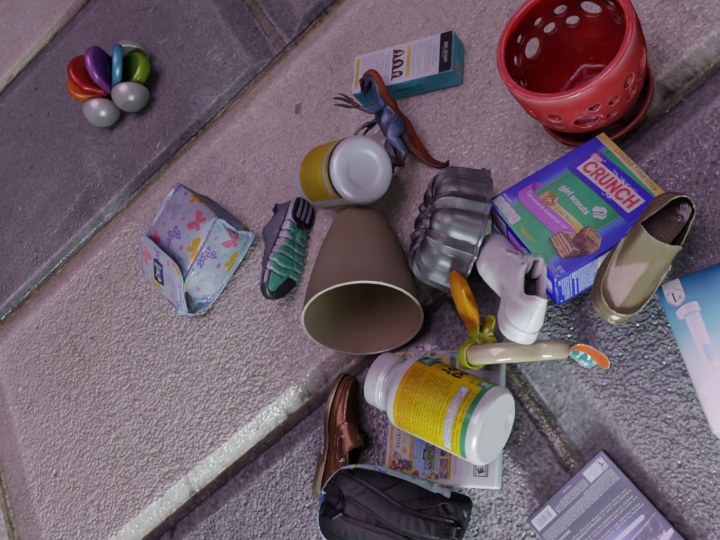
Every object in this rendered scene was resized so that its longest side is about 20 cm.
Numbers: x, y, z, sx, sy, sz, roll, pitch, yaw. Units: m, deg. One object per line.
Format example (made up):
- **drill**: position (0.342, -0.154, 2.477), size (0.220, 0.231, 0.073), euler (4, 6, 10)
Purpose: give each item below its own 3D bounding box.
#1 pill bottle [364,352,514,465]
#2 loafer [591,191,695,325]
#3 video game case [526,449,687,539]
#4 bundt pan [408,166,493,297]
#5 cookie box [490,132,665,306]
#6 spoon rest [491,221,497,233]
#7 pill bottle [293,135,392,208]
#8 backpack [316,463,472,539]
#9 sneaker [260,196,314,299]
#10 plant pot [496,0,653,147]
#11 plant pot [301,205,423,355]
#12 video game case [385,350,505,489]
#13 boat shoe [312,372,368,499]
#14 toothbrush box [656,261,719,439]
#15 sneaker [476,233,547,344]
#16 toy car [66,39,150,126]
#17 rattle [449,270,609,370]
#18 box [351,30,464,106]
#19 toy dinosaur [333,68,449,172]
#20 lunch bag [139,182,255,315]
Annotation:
- **pill bottle**: position (0.107, 0.187, 1.163), size (0.200, 0.113, 0.113), euler (19, 82, 36)
- **loafer**: position (0.361, -0.023, 1.045), size (0.076, 0.067, 0.200), euler (29, 80, 10)
- **video game case**: position (0.328, 0.352, 1.046), size (0.143, 0.019, 0.200), euler (-46, 55, 8)
- **bundt pan**: position (0.126, -0.066, 1.226), size (0.076, 0.202, 0.202), euler (15, 76, -8)
- **cookie box**: position (0.312, -0.076, 1.157), size (0.200, 0.075, 0.171), euler (-30, 56, -5)
- **spoon rest**: position (0.244, -0.031, 1.236), size (0.099, 0.061, 0.200), euler (-12, 52, 26)
- **pill bottle**: position (-0.039, -0.162, 1.386), size (0.200, 0.112, 0.112), euler (2, 70, 62)
- **backpack**: position (0.035, 0.352, 1.150), size (0.199, 0.154, 0.164), euler (19, 85, 0)
- **sneaker**: position (-0.148, -0.036, 1.472), size (0.087, 0.074, 0.200), euler (-4, 58, 41)
- **plant pot**: position (0.323, -0.295, 1.204), size (0.200, 0.182, 0.201), euler (-12, 66, 28)
- **plant pot**: position (0.000, 0.000, 1.306), size (0.187, 0.187, 0.200), euler (-23, 46, 23)
- **video game case**: position (0.126, 0.219, 1.222), size (0.182, 0.023, 0.201), euler (-5, 70, 30)
- **boat shoe**: position (-0.018, 0.262, 1.271), size (0.068, 0.072, 0.201), euler (5, 84, 29)
- **toothbrush box**: position (0.477, 0.092, 1.014), size (0.146, 0.085, 0.200), euler (-25, 59, 23)
- **sneaker**: position (0.214, 0.002, 1.099), size (0.200, 0.075, 0.089), euler (-101, 26, -49)
- **toy car**: position (-0.571, -0.437, 1.835), size (0.200, 0.150, 0.176), euler (-19, 62, 25)
- **rattle**: position (0.233, 0.072, 1.136), size (0.199, 0.130, 0.143), euler (-9, 65, 18)
- **box**: position (0.083, -0.358, 1.460), size (0.200, 0.049, 0.083), euler (-6, 69, 30)
- **toy dinosaur**: position (0.050, -0.259, 1.416), size (0.199, 0.105, 0.182), euler (3, 79, -3)
- **lunch bag**: position (-0.324, -0.035, 1.541), size (0.170, 0.127, 0.200), euler (38, 100, 38)
